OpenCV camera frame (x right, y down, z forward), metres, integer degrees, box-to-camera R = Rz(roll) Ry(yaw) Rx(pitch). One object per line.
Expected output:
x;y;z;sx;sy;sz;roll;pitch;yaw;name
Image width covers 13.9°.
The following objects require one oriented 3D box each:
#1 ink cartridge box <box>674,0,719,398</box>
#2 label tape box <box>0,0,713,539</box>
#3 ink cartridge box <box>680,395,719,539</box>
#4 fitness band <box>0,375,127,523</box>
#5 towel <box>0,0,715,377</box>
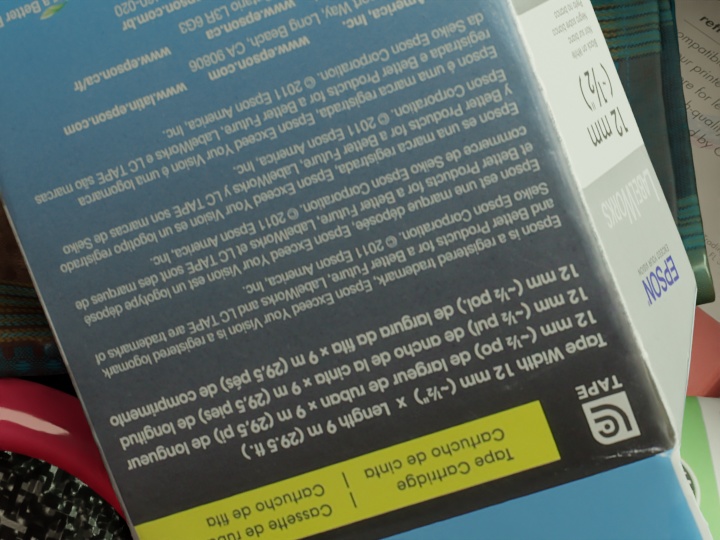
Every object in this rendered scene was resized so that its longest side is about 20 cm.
0.099;-0.036;0.874;0.116;0.068;0.200;38;64;16;ink cartridge box
0.000;0.000;0.726;0.200;0.143;0.066;68;23;-7;label tape box
0.136;0.114;0.774;0.200;0.084;0.146;3;56;-15;ink cartridge box
-0.093;0.120;0.768;0.144;0.037;0.200;-18;71;-8;fitness band
-0.007;-0.040;0.819;0.200;0.022;0.147;-5;55;2;towel
